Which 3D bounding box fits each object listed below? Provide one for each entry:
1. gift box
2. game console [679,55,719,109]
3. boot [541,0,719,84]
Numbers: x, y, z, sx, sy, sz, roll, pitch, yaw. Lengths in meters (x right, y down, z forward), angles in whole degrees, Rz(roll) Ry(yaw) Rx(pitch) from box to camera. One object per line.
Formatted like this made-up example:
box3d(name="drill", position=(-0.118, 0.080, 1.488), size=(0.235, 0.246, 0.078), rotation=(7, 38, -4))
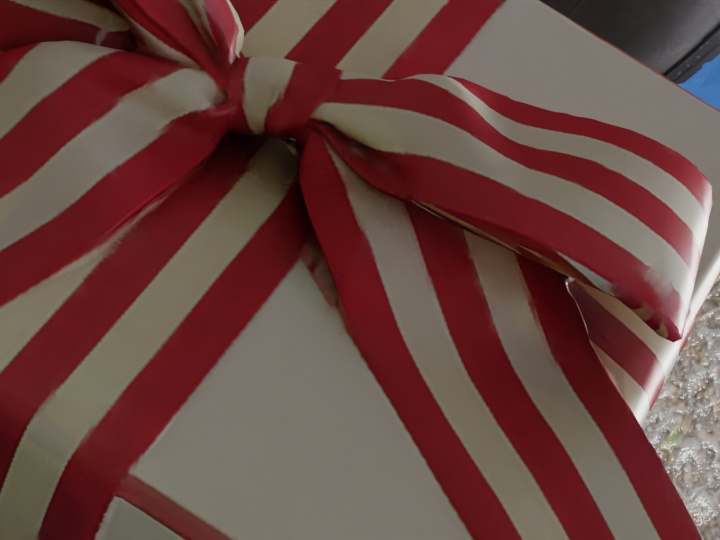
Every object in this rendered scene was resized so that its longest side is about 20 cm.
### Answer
box3d(name="gift box", position=(-0.038, 0.034, 0.442), size=(0.187, 0.184, 0.200), rotation=(-63, 179, 42))
box3d(name="game console", position=(0.106, -0.029, 0.854), size=(0.200, 0.118, 0.171), rotation=(120, -23, -55))
box3d(name="boot", position=(0.085, -0.135, 0.677), size=(0.130, 0.068, 0.200), rotation=(13, 127, -48))
